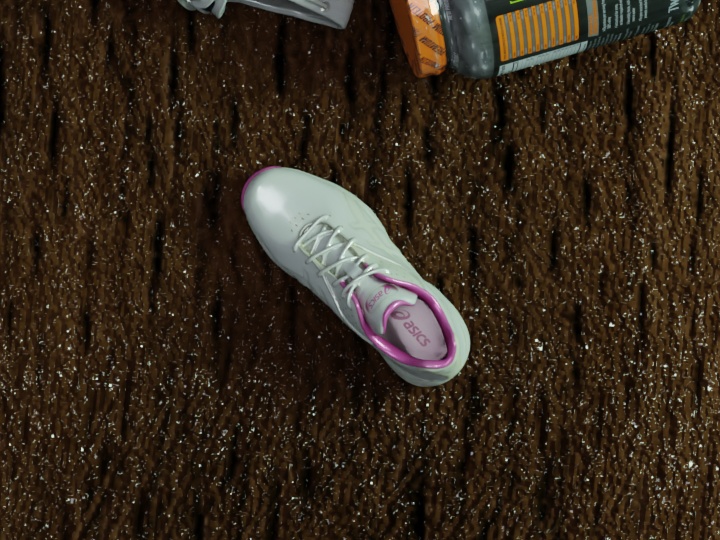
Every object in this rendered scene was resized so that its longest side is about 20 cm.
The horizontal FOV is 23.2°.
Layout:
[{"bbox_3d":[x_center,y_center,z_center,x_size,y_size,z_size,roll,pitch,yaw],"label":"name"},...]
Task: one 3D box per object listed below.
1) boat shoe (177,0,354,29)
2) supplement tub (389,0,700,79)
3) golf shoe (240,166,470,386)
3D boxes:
[{"bbox_3d":[-0.099,-0.206,1.206,0.199,0.072,0.066,9,85,-12],"label":"boat shoe"},{"bbox_3d":[0.121,-0.203,1.191,0.199,0.123,0.123,-15,92,-4],"label":"supplement tub"},{"bbox_3d":[0.000,0.000,1.202,0.200,0.092,0.075,41,90,-2],"label":"golf shoe"}]
